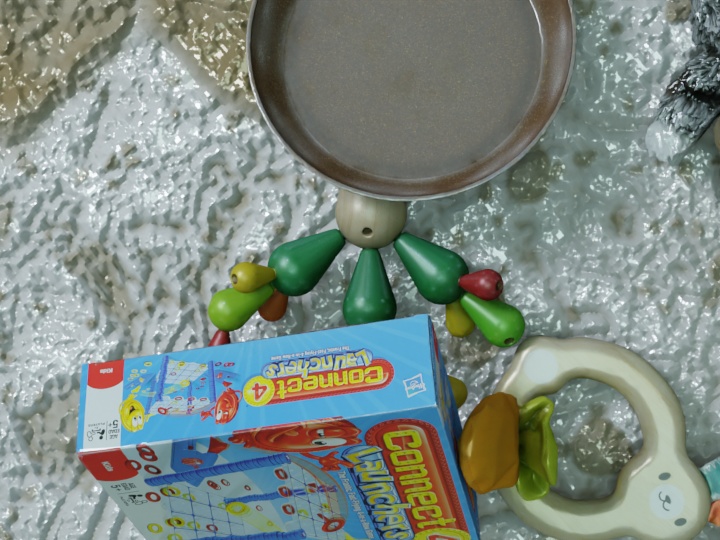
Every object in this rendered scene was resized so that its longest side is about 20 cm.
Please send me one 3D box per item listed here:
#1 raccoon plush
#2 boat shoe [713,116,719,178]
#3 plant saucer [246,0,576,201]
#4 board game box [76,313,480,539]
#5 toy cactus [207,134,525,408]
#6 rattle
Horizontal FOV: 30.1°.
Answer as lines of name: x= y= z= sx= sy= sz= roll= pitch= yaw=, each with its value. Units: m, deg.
raccoon plush: x=0.193 y=-0.180 z=0.782 sx=0.134 sy=0.097 sz=0.201 roll=40 pitch=98 yaw=11
boat shoe: x=0.306 y=-0.077 z=0.788 sx=0.198 sy=0.072 sz=0.068 roll=-13 pitch=125 yaw=0
plant saucer: x=0.030 y=-0.135 z=0.811 sx=0.198 sy=0.032 sz=0.203 roll=-1 pitch=76 yaw=4
board game box: x=-0.038 y=0.113 z=0.777 sx=0.193 sy=0.201 sz=0.056 roll=-9 pitch=55 yaw=8
toy cactus: x=0.000 y=0.000 z=0.823 sx=0.198 sy=0.102 sz=0.167 roll=1 pitch=84 yaw=16
rattle: x=0.164 y=0.116 z=0.782 sx=0.199 sy=0.143 sz=0.131 roll=30 pitch=79 yaw=11
